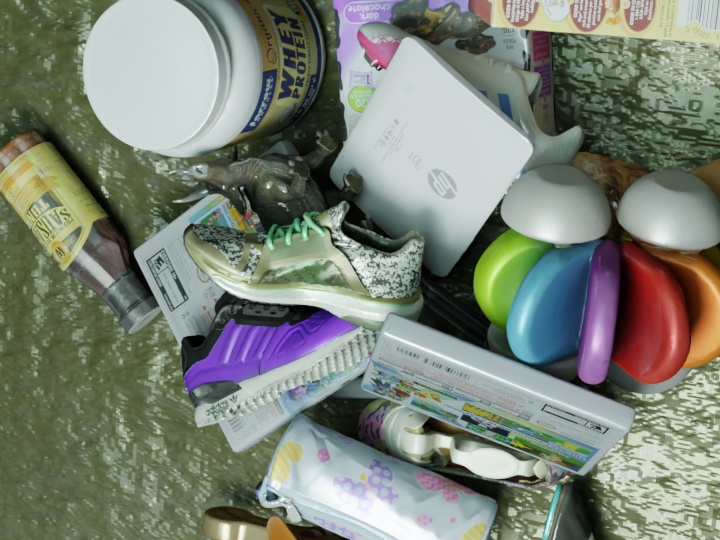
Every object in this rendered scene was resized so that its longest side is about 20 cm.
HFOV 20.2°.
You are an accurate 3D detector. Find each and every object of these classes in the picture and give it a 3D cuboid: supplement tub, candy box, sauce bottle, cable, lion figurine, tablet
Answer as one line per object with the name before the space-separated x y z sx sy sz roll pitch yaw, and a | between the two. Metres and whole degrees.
supplement tub | -0.127 -0.170 1.658 0.143 0.200 0.146 4 102 22
candy box | 0.069 -0.167 1.647 0.166 0.071 0.202 -1 100 22
sauce bottle | -0.252 -0.033 1.811 0.066 0.066 0.200 -44 81 23
cable | 0.109 0.072 1.627 0.199 0.097 0.051 31 101 -13
candy box | 0.188 -0.208 1.525 0.198 0.115 0.056 4 102 -7
lion figurine | 0.253 -0.050 1.599 0.198 0.072 0.124 -13 96 18
tablet | 0.051 -0.084 1.572 0.130 0.014 0.200 42 146 7

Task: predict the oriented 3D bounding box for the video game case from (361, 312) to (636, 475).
video game case | 0.102 0.099 1.570 0.198 0.182 0.022 21 73 1

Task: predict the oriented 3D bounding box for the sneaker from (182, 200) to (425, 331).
sneaker | -0.037 -0.021 1.569 0.198 0.077 0.089 13 116 -5

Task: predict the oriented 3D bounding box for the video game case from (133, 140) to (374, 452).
video game case | -0.082 0.023 1.708 0.181 0.024 0.201 -34 77 26

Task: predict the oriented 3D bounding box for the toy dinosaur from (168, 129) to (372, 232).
toy dinosaur | -0.047 -0.048 1.633 0.200 0.077 0.102 41 135 -20

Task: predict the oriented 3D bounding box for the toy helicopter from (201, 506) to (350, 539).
toy helicopter | -0.050 0.239 1.740 0.198 0.132 0.080 10 104 21

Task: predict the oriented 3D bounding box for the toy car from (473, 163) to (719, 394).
toy car | 0.186 0.024 1.510 0.198 0.150 0.176 3 119 -5

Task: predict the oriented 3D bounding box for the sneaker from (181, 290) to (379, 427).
sneaker | -0.072 0.049 1.651 0.199 0.069 0.100 -26 78 26

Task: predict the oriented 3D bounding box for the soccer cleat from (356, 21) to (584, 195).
soccer cleat | 0.089 -0.140 1.577 0.200 0.070 0.086 43 96 7

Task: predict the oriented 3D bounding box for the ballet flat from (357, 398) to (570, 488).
ballet flat | 0.081 0.145 1.702 0.198 0.071 0.070 9 104 21

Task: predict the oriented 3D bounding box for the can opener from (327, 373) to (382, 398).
can opener | -0.059 0.089 1.751 0.198 0.067 0.054 -1 99 30

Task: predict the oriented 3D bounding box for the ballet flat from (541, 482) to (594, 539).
ballet flat | 0.169 0.269 1.697 0.068 0.068 0.201 20 117 8

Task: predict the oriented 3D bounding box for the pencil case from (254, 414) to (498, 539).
pencil case | 0.014 0.193 1.674 0.199 0.091 0.084 23 110 2

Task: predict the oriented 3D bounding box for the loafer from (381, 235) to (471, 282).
loafer | 0.000 0.000 1.706 0.199 0.073 0.072 -23 92 25
